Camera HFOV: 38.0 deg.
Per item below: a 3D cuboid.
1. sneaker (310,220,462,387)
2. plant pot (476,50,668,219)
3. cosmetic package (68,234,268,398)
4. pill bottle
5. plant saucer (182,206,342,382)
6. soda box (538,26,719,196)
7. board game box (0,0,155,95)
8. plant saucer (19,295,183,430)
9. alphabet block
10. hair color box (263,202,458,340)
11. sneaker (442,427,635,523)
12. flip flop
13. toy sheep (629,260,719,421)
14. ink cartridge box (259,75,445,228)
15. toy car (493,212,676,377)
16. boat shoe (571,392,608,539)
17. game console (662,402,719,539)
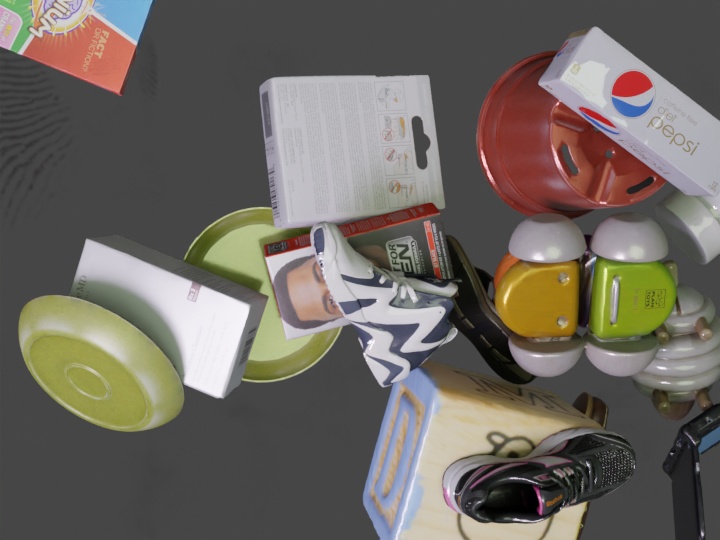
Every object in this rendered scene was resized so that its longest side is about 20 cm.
[{"bbox_3d":[0.037,0.014,1.098,0.129,0.080,0.201,-27,108,0],"label":"sneaker"},{"bbox_3d":[0.248,-0.150,1.154,0.198,0.195,0.203,-1,96,-8],"label":"plant pot"},{"bbox_3d":[-0.213,0.047,1.139,0.198,0.081,0.114,19,98,7],"label":"cosmetic package"},{"bbox_3d":[0.453,-0.105,1.233,0.199,0.110,0.110,-39,100,-1],"label":"pill bottle"},{"bbox_3d":[-0.113,0.027,1.206,0.197,0.031,0.203,-1,97,-8],"label":"plant saucer"},{"bbox_3d":[0.277,-0.154,1.024,0.199,0.068,0.064,33,91,-11],"label":"soda box"},{"bbox_3d":[-0.328,-0.299,1.132,0.198,0.040,0.155,20,93,-10],"label":"board game box"},{"bbox_3d":[-0.285,0.110,1.119,0.199,0.200,0.031,37,49,-10],"label":"plant saucer"},{"bbox_3d":[0.131,0.223,1.181,0.198,0.196,0.198,14,96,-10],"label":"alphabet block"},{"bbox_3d":[0.000,0.000,1.162,0.198,0.061,0.103,-15,107,-2],"label":"hair color box"},{"bbox_3d":[0.187,0.219,1.046,0.198,0.086,0.081,-15,100,-7],"label":"sneaker"},{"bbox_3d":[0.149,0.043,1.229,0.200,0.081,0.058,51,53,-2],"label":"flip flop"},{"bbox_3d":[0.369,0.085,1.229,0.136,0.138,0.202,-6,112,-7],"label":"toy sheep"},{"bbox_3d":[-0.010,-0.138,1.193,0.198,0.057,0.165,-6,88,-28],"label":"ink cartridge box"},{"bbox_3d":[0.245,0.017,1.166,0.197,0.150,0.177,-1,108,1],"label":"toy car"},{"bbox_3d":[0.262,0.248,1.267,0.070,0.070,0.202,19,102,-3],"label":"boat shoe"},{"bbox_3d":[0.417,0.236,1.208,0.175,0.200,0.117,-32,66,-5],"label":"game console"}]
